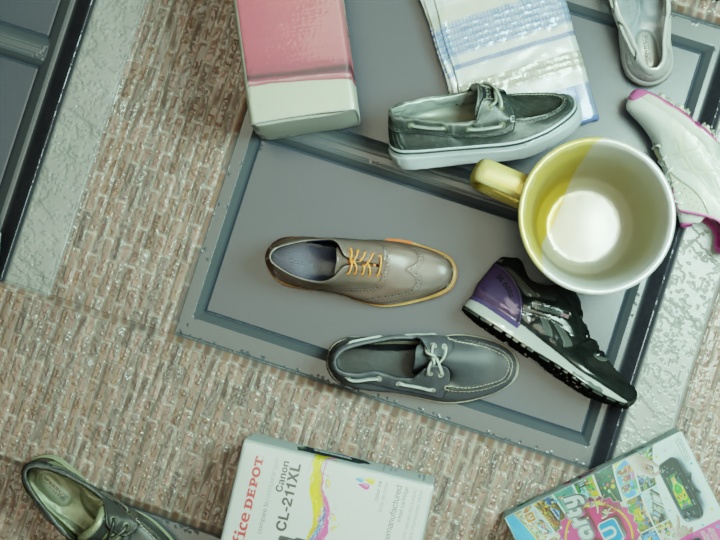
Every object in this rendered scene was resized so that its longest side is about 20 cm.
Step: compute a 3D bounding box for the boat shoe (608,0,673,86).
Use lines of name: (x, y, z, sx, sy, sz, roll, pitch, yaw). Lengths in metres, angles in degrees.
boat shoe: (0.286, -0.292, 1.602, 0.071, 0.069, 0.201, -14, 85, 3)

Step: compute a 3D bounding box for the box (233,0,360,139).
box: (-0.067, -0.244, 1.589, 0.109, 0.128, 0.201, -8, 88, 2)

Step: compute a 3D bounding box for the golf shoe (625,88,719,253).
golf shoe: (0.336, -0.100, 1.593, 0.200, 0.075, 0.092, 43, 94, 5)

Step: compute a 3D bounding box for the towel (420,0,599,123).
towel: (0.152, -0.231, 1.631, 0.146, 0.024, 0.201, -18, 89, 0)

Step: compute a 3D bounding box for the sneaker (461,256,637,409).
sneaker: (0.209, 0.060, 1.594, 0.200, 0.076, 0.088, 34, 84, 4)

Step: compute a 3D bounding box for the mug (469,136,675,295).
mug: (0.217, -0.064, 1.556, 0.149, 0.153, 0.187, -35, 86, 1)

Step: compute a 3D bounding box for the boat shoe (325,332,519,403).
boat shoe: (0.063, 0.099, 1.602, 0.199, 0.063, 0.073, 3, 88, 3)

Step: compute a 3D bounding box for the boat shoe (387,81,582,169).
boat shoe: (0.124, -0.152, 1.571, 0.199, 0.072, 0.071, -13, 129, 0)

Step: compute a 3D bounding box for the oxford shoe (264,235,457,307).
oxford shoe: (0.000, 0.000, 1.604, 0.199, 0.073, 0.072, 2, 87, 3)

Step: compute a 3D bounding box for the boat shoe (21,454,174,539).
boat shoe: (-0.271, 0.263, 1.610, 0.201, 0.066, 0.072, 37, 89, 4)

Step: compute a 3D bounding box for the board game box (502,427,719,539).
board game box: (0.265, 0.270, 1.586, 0.200, 0.064, 0.148, -27, 86, 2)

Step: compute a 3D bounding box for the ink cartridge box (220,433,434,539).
ink cartridge box: (-0.037, 0.260, 1.590, 0.199, 0.083, 0.146, 13, 89, 3)
